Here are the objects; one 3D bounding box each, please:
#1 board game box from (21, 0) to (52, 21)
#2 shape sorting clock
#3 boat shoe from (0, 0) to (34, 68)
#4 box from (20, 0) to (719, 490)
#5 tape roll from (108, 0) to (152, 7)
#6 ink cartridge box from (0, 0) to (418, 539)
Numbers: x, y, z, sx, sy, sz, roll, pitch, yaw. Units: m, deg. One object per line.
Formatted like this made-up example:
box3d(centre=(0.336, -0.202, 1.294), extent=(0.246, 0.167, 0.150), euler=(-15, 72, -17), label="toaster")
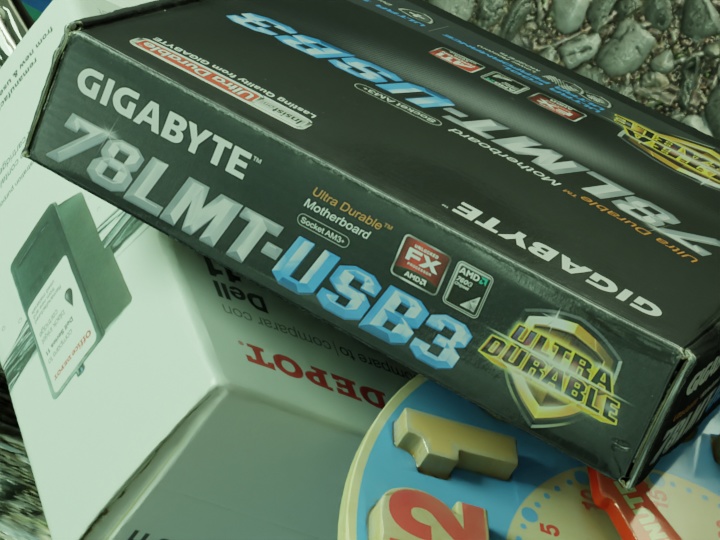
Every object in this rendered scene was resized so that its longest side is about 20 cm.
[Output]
box3d(centre=(-0.207, -0.075, 1.122), extent=(0.045, 0.152, 0.200), euler=(26, 4, 21), label="board game box")
box3d(centre=(0.087, 0.095, 0.727), extent=(0.200, 0.039, 0.200), euler=(14, 44, -14), label="shape sorting clock")
box3d(centre=(-0.095, -0.033, 1.017), extent=(0.200, 0.057, 0.067), euler=(45, -3, 3), label="boat shoe")
box3d(centre=(0.032, -0.025, 0.796), extent=(0.200, 0.050, 0.198), euler=(28, 20, 16), label="box")
box3d(centre=(-0.053, -0.038, 1.212), extent=(0.139, 0.203, 0.203), euler=(25, 3, 13), label="tape roll")
box3d(centre=(-0.036, 0.019, 0.841), extent=(0.147, 0.083, 0.200), euler=(22, 29, -36), label="ink cartridge box")
